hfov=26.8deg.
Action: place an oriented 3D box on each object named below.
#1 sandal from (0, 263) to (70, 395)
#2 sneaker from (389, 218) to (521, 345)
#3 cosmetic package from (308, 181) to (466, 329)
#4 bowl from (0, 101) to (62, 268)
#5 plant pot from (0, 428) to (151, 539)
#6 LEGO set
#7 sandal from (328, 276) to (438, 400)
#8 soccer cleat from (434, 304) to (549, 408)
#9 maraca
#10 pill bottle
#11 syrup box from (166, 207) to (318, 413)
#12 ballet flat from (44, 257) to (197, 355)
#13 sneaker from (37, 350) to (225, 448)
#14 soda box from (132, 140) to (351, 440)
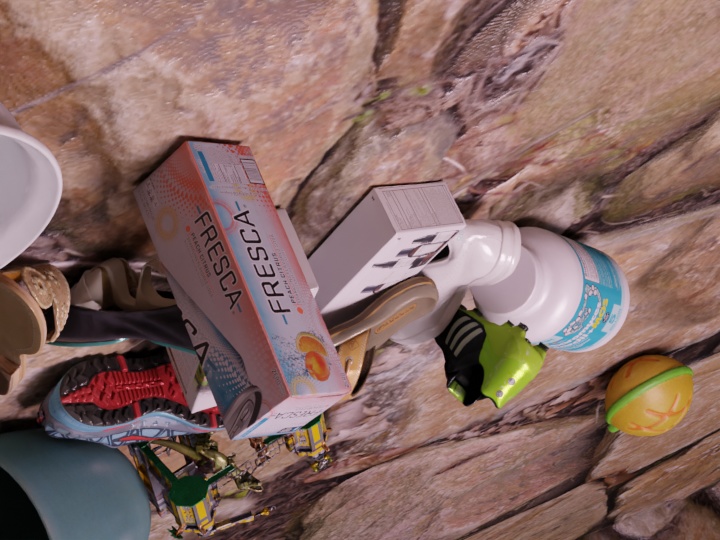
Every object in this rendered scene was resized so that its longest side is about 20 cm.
[{"bbox_3d":[-0.248,0.024,1.103,0.070,0.078,0.212,-50,180,-28],"label":"sandal"},{"bbox_3d":[0.057,0.002,1.377,0.088,0.075,0.200,12,147,-26],"label":"sneaker"},{"bbox_3d":[0.000,0.000,1.310,0.083,0.051,0.200,-6,153,-38],"label":"cosmetic package"},{"bbox_3d":[-0.271,-0.054,0.819,0.201,0.090,0.201,-21,158,-9],"label":"bowl"},{"bbox_3d":[-0.287,0.233,1.365,0.201,0.201,0.161,-40,168,34],"label":"plant pot"},{"bbox_3d":[-0.123,0.187,1.446,0.200,0.154,0.116,-39,140,-29],"label":"LEGO set"},{"bbox_3d":[-0.008,0.078,1.309,0.200,0.054,0.080,-33,163,-8],"label":"sandal"},{"bbox_3d":[0.101,0.081,1.389,0.081,0.068,0.200,-49,-165,-9],"label":"soccer cleat"},{"bbox_3d":[0.403,0.181,2.119,0.137,0.107,0.200,-24,160,-3],"label":"maraca"},{"bbox_3d":[0.179,0.019,1.470,0.111,0.111,0.200,-34,158,23],"label":"pill bottle"},{"bbox_3d":[-0.103,0.037,1.242,0.079,0.081,0.200,-15,156,-22],"label":"syrup box"},{"bbox_3d":[-0.165,0.024,1.134,0.200,0.073,0.073,3,174,30],"label":"ballet flat"},{"bbox_3d":[-0.200,0.117,1.362,0.200,0.079,0.096,6,154,-40],"label":"sneaker"},{"bbox_3d":[-0.083,0.011,1.031,0.064,0.200,0.068,0,149,-48],"label":"soda box"}]
